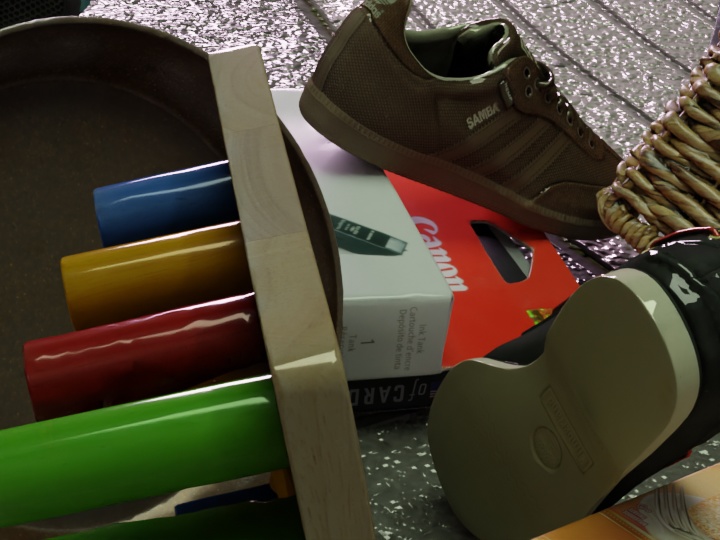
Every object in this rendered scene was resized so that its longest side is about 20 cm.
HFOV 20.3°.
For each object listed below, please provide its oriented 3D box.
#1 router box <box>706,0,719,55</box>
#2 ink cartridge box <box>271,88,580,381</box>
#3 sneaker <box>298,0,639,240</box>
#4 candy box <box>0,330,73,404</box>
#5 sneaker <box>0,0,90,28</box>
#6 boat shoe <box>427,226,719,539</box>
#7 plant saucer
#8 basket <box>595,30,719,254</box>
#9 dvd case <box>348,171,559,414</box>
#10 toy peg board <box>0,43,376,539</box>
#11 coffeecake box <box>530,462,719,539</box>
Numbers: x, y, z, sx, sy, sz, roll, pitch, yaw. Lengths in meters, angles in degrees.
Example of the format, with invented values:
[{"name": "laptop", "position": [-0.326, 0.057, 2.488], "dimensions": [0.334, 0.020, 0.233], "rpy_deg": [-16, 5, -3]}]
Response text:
[{"name": "router box", "position": [0.257, -0.087, 1.095], "dimensions": [0.148, 0.052, 0.200], "rpy_deg": [11, 29, 11]}, {"name": "ink cartridge box", "position": [0.008, -0.022, 0.882], "dimensions": [0.172, 0.044, 0.200], "rpy_deg": [-3, 30, -15]}, {"name": "sneaker", "position": [0.068, -0.070, 0.913], "dimensions": [0.199, 0.076, 0.071], "rpy_deg": [14, 25, -39]}, {"name": "candy box", "position": [-0.159, 0.008, 0.819], "dimensions": [0.135, 0.062, 0.200], "rpy_deg": [-10, 32, -28]}, {"name": "sneaker", "position": [-0.248, -0.153, 1.100], "dimensions": [0.198, 0.078, 0.092], "rpy_deg": [8, 44, 9]}, {"name": "boat shoe", "position": [0.081, 0.046, 0.696], "dimensions": [0.063, 0.201, 0.074], "rpy_deg": [-21, 77, -27]}, {"name": "plant saucer", "position": [-0.100, 0.012, 0.719], "dimensions": [0.199, 0.202, 0.034], "rpy_deg": [-11, 5, -30]}, {"name": "basket", "position": [0.232, -0.017, 0.919], "dimensions": [0.200, 0.150, 0.143], "rpy_deg": [37, 3, 27]}, {"name": "dvd case", "position": [0.000, 0.000, 0.909], "dimensions": [0.149, 0.025, 0.200], "rpy_deg": [-4, 30, -19]}, {"name": "toy peg board", "position": [-0.050, 0.067, 0.614], "dimensions": [0.097, 0.202, 0.200], "rpy_deg": [-12, 31, -3]}, {"name": "coffeecake box", "position": [0.148, 0.134, 0.649], "dimensions": [0.199, 0.074, 0.153], "rpy_deg": [-15, 35, -36]}]
